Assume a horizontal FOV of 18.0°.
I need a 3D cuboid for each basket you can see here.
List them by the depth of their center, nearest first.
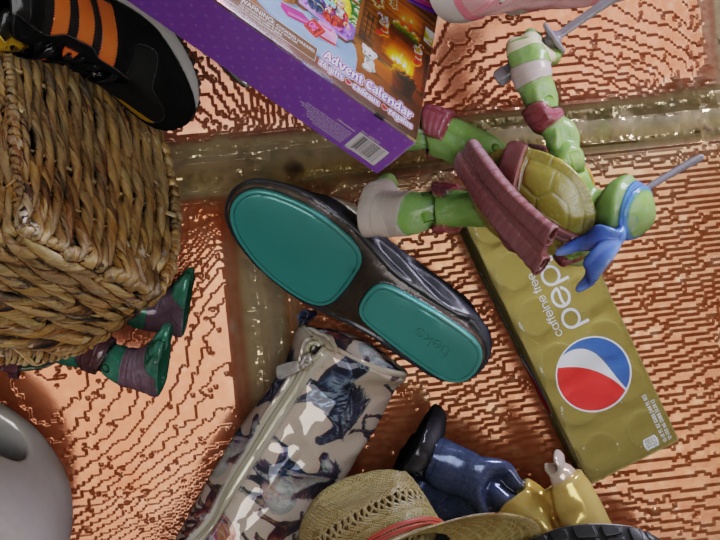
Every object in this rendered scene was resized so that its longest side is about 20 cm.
[{"bbox_3d":[-0.205,-0.038,1.373,0.149,0.200,0.143,-36,137,28],"label":"basket"}]

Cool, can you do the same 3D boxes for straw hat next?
[{"bbox_3d":[0.007,0.175,1.425,0.201,0.201,0.085,-25,61,-3],"label":"straw hat"}]

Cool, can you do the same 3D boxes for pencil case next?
[{"bbox_3d":[-0.055,0.127,1.458,0.089,0.078,0.200,29,94,-44],"label":"pencil case"}]

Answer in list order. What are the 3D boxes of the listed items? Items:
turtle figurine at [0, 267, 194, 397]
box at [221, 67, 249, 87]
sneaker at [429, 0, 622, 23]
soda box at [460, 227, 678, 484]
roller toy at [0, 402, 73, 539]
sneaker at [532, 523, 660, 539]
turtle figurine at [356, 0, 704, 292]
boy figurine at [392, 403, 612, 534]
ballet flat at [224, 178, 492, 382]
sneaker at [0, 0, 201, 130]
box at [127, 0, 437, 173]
[{"bbox_3d":[-0.211,0.020,1.425,0.199,0.101,0.150,12,55,2],"label":"turtle figurine"},{"bbox_3d":[-0.025,-0.207,1.416,0.200,0.095,0.078,-42,98,-1],"label":"box"},{"bbox_3d":[0.108,-0.194,1.368,0.104,0.200,0.076,-10,91,23],"label":"sneaker"},{"bbox_3d":[0.131,0.033,1.477,0.068,0.064,0.200,-26,99,-1],"label":"soda box"},{"bbox_3d":[-0.270,0.170,1.398,0.182,0.140,0.200,-19,119,12],"label":"roller toy"},{"bbox_3d":[0.109,0.219,1.435,0.200,0.088,0.076,-27,72,13],"label":"sneaker"},{"bbox_3d":[0.101,-0.073,1.378,0.193,0.144,0.201,7,67,23],"label":"turtle figurine"},{"bbox_3d":[0.117,0.163,1.467,0.200,0.065,0.124,27,132,-1],"label":"boy figurine"},{"bbox_3d":[0.000,0.000,1.458,0.200,0.073,0.073,35,92,-10],"label":"ballet flat"},{"bbox_3d":[-0.180,-0.142,1.316,0.200,0.070,0.090,51,55,-22],"label":"sneaker"},{"bbox_3d":[-0.046,-0.163,1.296,0.200,0.137,0.039,33,132,-23],"label":"box"}]
